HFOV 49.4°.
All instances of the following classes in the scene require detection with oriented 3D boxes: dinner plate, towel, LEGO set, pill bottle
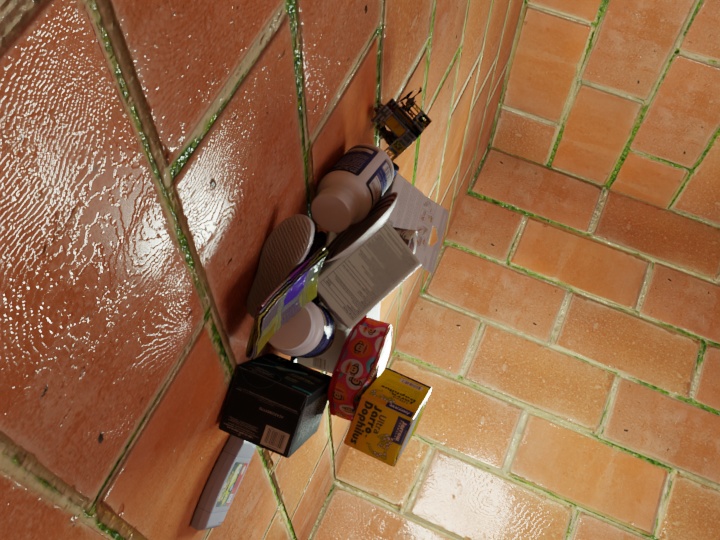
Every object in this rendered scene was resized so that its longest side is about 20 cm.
[{"bbox_3d":[0.000,-0.076,1.488,0.200,0.024,0.200,-39,-169,9],"label":"dinner plate"},{"bbox_3d":[-0.124,0.056,1.331,0.200,0.023,0.144,-46,163,-41],"label":"towel"},{"bbox_3d":[0.063,-0.314,1.709,0.154,0.116,0.200,-38,-172,42],"label":"LEGO set"},{"bbox_3d":[-0.119,0.111,1.522,0.200,0.116,0.116,39,73,-79],"label":"pill bottle"},{"bbox_3d":[-0.018,-0.157,1.514,0.200,0.111,0.111,-55,163,-50],"label":"pill bottle"}]

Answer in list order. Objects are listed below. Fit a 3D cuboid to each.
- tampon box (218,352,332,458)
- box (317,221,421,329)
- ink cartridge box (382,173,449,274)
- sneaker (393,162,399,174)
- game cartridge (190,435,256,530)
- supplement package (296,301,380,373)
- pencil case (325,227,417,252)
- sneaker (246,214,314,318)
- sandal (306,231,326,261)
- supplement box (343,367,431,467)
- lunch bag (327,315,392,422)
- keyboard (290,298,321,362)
[{"bbox_3d":[-0.158,0.255,1.517,0.200,0.150,0.126,-7,116,-78],"label":"tampon box"},{"bbox_3d":[0.000,0.000,1.580,0.200,0.128,0.109,-41,-164,-6],"label":"box"},{"bbox_3d":[0.117,-0.107,1.877,0.045,0.176,0.200,-28,-144,48],"label":"ink cartridge box"},{"bbox_3d":[0.020,-0.193,1.745,0.200,0.074,0.082,-44,156,-49],"label":"sneaker"},{"bbox_3d":[-0.276,0.428,1.589,0.133,0.041,0.200,57,55,-72],"label":"game cartridge"},{"bbox_3d":[-0.044,0.131,1.727,0.200,0.114,0.110,-37,136,-58],"label":"supplement package"},{"bbox_3d":[0.023,-0.057,1.707,0.078,0.200,0.090,-65,159,-55],"label":"pencil case"},{"bbox_3d":[-0.125,-0.012,1.365,0.201,0.073,0.114,-60,164,18],"label":"sneaker"},{"bbox_3d":[-0.099,-0.047,1.541,0.075,0.045,0.200,-64,-176,6],"label":"sandal"},{"bbox_3d":[0.058,0.287,1.559,0.200,0.109,0.109,-29,141,-72],"label":"supplement box"},{"bbox_3d":[0.003,0.210,1.615,0.176,0.082,0.200,86,27,-56],"label":"lunch bag"},{"bbox_3d":[-0.128,0.115,1.717,0.104,0.040,0.200,8,95,-70],"label":"keyboard"}]
